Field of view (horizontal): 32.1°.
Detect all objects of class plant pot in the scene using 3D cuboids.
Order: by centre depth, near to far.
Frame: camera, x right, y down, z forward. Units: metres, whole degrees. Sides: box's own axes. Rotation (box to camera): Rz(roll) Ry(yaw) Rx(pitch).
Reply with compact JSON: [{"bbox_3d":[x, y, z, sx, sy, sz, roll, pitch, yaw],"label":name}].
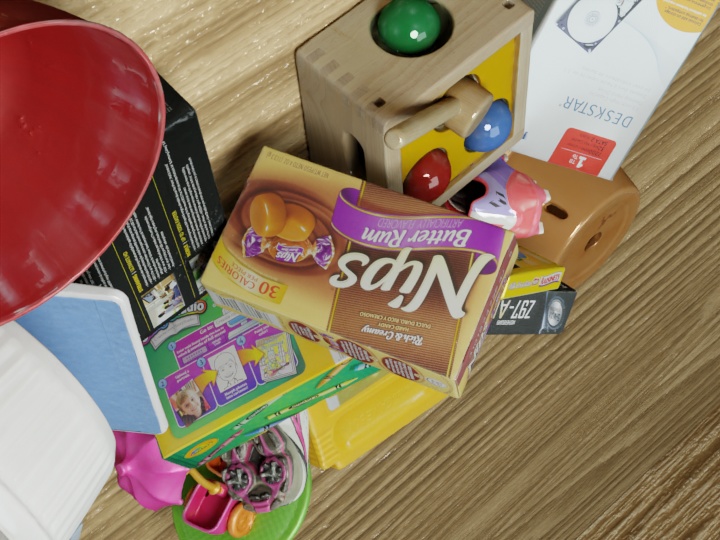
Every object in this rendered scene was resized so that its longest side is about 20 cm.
[{"bbox_3d":[0.187,-0.068,1.274,0.200,0.140,0.200,-36,153,-22],"label":"plant pot"}]

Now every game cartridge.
[{"bbox_3d":[0.000,0.064,1.164,0.176,0.032,0.201,-30,112,-33],"label":"game cartridge"}]

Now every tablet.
[{"bbox_3d":[-0.210,0.062,0.872,0.200,0.129,0.014,89,7,-57],"label":"tablet"}]

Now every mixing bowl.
[{"bbox_3d":[-0.215,-0.072,0.663,0.200,0.108,0.200,-38,154,-22],"label":"mixing bowl"}]

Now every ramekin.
[{"bbox_3d":[-0.240,0.093,0.771,0.094,0.202,0.203,-48,157,-27],"label":"ramekin"}]

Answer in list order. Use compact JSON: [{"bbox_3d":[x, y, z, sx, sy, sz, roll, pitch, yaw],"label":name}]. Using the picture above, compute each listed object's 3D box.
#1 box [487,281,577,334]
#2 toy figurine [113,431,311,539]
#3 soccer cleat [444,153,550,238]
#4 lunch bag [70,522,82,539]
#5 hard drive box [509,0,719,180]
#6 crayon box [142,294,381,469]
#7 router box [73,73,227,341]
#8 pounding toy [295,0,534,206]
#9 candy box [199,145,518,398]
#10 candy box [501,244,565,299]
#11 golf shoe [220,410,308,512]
[{"bbox_3d":[0.064,0.001,1.085,0.199,0.160,0.044,2,114,-41],"label":"box"},{"bbox_3d":[-0.139,0.152,1.114,0.184,0.150,0.201,43,67,-56],"label":"toy figurine"},{"bbox_3d":[0.096,-0.078,1.105,0.076,0.200,0.067,3,110,-21],"label":"soccer cleat"},{"bbox_3d":[-0.322,0.255,0.948,0.199,0.127,0.170,-2,127,-45],"label":"lunch bag"},{"bbox_3d":[0.199,-0.197,1.109,0.155,0.077,0.200,12,122,-26],"label":"hard drive box"},{"bbox_3d":[-0.079,0.056,0.979,0.199,0.119,0.058,-28,156,10],"label":"crayon box"},{"bbox_3d":[-0.168,-0.024,0.872,0.149,0.051,0.200,-37,153,-18],"label":"router box"},{"bbox_3d":[0.047,-0.128,0.961,0.184,0.142,0.200,-39,154,-19],"label":"pounding toy"},{"bbox_3d":[0.000,0.000,0.901,0.056,0.199,0.117,67,45,-68],"label":"candy box"},{"bbox_3d":[0.066,-0.031,1.066,0.102,0.200,0.027,-4,118,-56],"label":"candy box"},{"bbox_3d":[-0.087,0.103,1.077,0.072,0.201,0.092,-7,177,19],"label":"golf shoe"}]
